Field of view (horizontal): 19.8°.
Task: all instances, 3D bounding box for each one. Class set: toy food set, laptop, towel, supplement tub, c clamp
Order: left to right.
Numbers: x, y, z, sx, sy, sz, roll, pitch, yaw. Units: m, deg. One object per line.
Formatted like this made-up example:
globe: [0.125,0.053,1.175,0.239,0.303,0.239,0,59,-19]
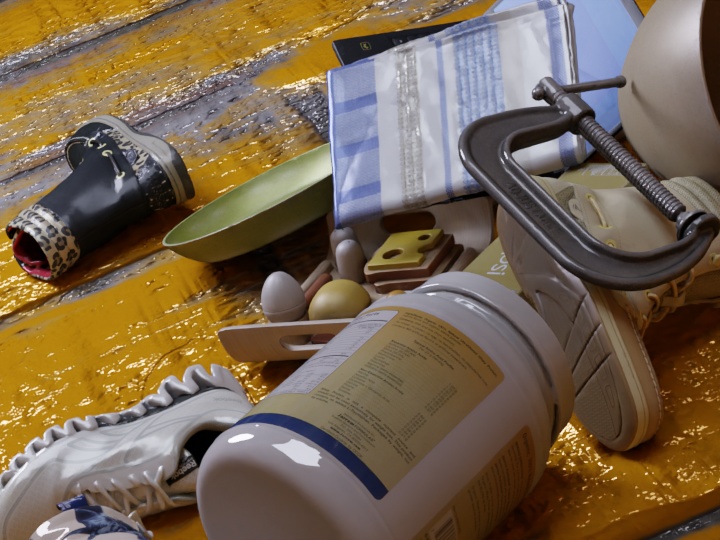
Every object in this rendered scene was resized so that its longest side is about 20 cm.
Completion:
toy food set: [0.000,0.000,1.493,0.142,0.061,0.200,-5,26,28]
supplement tub: [0.019,0.103,1.171,0.144,0.145,0.200,5,34,42]
towel: [0.069,-0.115,1.506,0.199,0.024,0.148,-16,58,20]
laptop: [0.105,-0.158,1.554,0.198,0.104,0.178,-11,53,-20]
c clamp: [0.153,-0.061,1.294,0.170,0.027,0.200,-9,45,-30]

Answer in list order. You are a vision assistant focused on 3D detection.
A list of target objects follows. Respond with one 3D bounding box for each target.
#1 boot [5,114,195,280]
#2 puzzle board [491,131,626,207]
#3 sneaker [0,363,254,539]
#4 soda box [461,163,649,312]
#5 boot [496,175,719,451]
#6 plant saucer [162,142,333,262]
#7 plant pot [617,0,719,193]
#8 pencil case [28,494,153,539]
boot: [-0.252,-0.065,1.806,0.153,0.074,0.203,-34,27,-23]
puzzle board: [0.125,-0.104,1.674,0.199,0.018,0.151,-27,26,-17]
sneaker: [-0.150,0.131,1.334,0.199,0.076,0.081,-29,35,-19]
soda box: [0.129,0.003,1.387,0.064,0.068,0.200,3,33,41]
boot: [0.186,0.020,1.294,0.154,0.073,0.201,-2,48,-25]
plant saucer: [-0.064,-0.055,1.650,0.199,0.031,0.200,-26,11,6]
plant pot: [0.258,-0.124,1.433,0.200,0.201,0.134,-38,14,-35]
pencil case: [-0.121,0.193,1.169,0.089,0.078,0.200,-44,31,-16]
